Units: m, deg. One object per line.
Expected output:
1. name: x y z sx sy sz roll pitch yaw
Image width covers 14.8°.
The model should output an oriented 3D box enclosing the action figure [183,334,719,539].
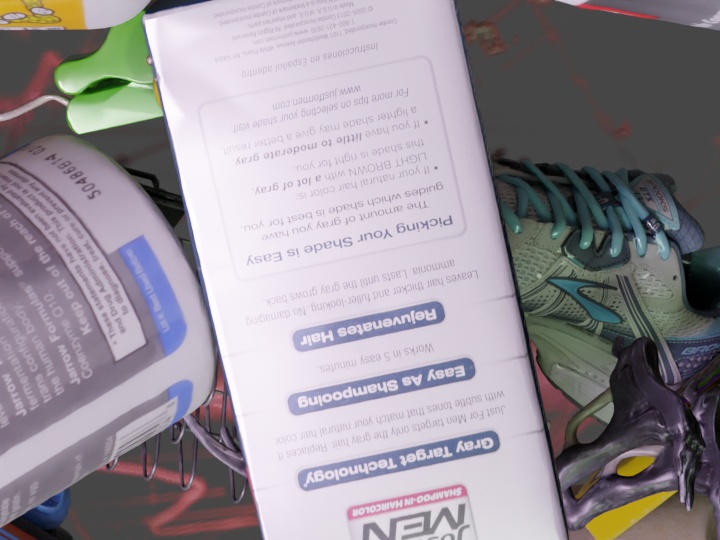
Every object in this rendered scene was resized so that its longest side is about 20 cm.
1. action figure: 0.032 0.081 1.015 0.200 0.102 0.119 -6 157 21

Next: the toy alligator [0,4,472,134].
1. toy alligator: -0.062 -0.078 0.960 0.200 0.059 0.054 -5 99 3

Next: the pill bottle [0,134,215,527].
1. pill bottle: -0.159 0.044 0.948 0.200 0.114 0.114 -30 149 -27

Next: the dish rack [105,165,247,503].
1. dish rack: -0.054 0.036 1.091 0.200 0.055 0.153 17 135 -22

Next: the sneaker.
1. sneaker: 0.075 -0.015 1.035 0.086 0.078 0.200 -35 141 24

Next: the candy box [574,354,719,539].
1. candy box: 0.168 0.026 1.066 0.026 0.102 0.200 49 127 2

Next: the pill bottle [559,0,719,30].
1. pill bottle: 0.111 -0.131 0.857 0.200 0.114 0.114 8 139 -13

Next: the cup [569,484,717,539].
1. cup: 0.114 0.168 1.145 0.143 0.201 0.200 -30 133 29

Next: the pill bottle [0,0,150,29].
1. pill bottle: -0.119 -0.129 0.845 0.200 0.113 0.113 0 140 -3

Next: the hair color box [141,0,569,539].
1. hair color box: 0.000 0.000 0.911 0.100 0.061 0.200 -12 100 3

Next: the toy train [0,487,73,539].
1. toy train: -0.188 0.098 1.108 0.087 0.114 0.200 -28 135 26
